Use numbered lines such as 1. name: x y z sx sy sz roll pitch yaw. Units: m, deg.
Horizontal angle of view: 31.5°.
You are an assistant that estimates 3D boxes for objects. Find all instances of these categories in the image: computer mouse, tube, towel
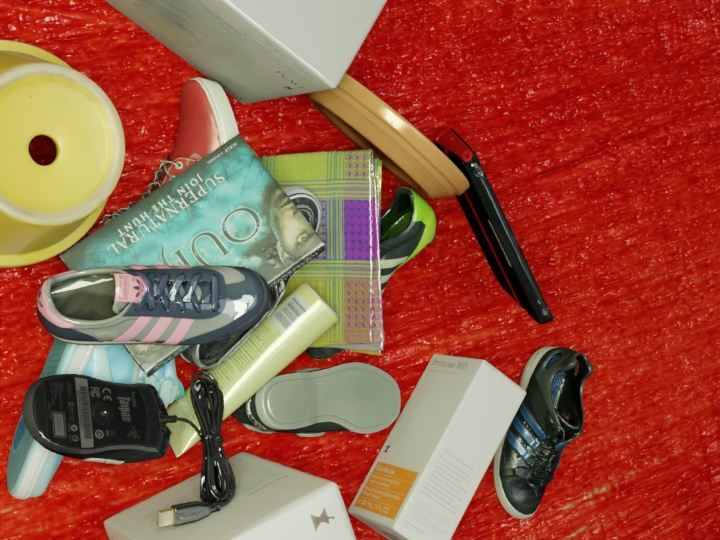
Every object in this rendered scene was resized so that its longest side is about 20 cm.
1. computer mouse: -0.203 0.161 1.121 0.200 0.046 0.141 3 63 -40
2. tube: -0.111 0.094 1.225 0.200 0.058 0.052 -42 80 -5
3. towel: -0.042 -0.017 1.267 0.023 0.143 0.200 -7 96 -63

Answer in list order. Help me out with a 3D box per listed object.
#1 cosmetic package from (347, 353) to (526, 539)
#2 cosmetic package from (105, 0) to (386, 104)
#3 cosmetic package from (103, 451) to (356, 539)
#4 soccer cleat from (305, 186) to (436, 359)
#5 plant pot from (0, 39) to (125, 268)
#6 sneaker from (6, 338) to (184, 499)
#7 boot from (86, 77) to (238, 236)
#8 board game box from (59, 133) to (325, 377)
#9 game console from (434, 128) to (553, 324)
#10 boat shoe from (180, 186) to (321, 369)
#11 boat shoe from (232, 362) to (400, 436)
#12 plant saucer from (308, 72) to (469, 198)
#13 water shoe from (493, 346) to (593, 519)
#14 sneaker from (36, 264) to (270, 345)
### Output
1. cosmetic package: 0.081 0.193 1.354 0.071 0.101 0.200 38 72 -24
2. cosmetic package: -0.115 -0.262 1.173 0.199 0.200 0.123 35 77 -25
3. cosmetic package: -0.110 0.287 1.188 0.165 0.200 0.165 -23 102 -28
4. soccer cleat: 0.000 0.000 1.306 0.200 0.067 0.081 -52 142 -10
5. plant pot: -0.292 -0.100 1.082 0.200 0.189 0.201 -1 92 -29
6. sneaker: -0.236 0.131 1.183 0.130 0.080 0.200 27 79 -26
7. boot: -0.190 -0.082 1.211 0.144 0.072 0.200 -5 97 -28
8. board game box: -0.151 -0.015 1.159 0.200 0.028 0.135 -37 79 -11
9. game console: 0.140 -0.050 1.345 0.031 0.177 0.200 -28 106 -2
10. boat shoe: -0.099 0.008 1.206 0.200 0.068 0.072 -50 118 -9
11. boat shoe: -0.043 0.131 1.304 0.200 0.060 0.076 11 75 -44
12. plant saucer: 0.020 -0.133 1.262 0.200 0.200 0.037 38 91 -25
13. water shoe: 0.206 0.183 1.438 0.071 0.079 0.200 16 83 -29
14. sneaker: -0.176 0.026 1.089 0.200 0.082 0.070 -7 73 -5
